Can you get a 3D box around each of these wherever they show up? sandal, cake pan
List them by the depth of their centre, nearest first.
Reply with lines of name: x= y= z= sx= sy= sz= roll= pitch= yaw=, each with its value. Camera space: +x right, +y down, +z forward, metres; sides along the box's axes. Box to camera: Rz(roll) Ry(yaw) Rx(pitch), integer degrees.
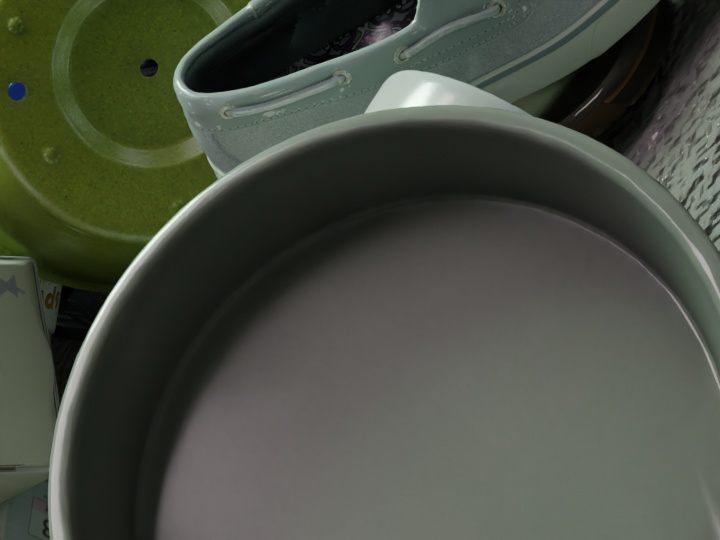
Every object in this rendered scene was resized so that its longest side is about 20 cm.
cake pan: x=0.014 y=0.053 z=0.751 sx=0.199 sy=0.037 sz=0.201 roll=-7 pitch=65 yaw=16
sandal: x=0.071 y=-0.110 z=1.030 sx=0.082 sy=0.054 sz=0.201 roll=-42 pitch=28 yaw=36

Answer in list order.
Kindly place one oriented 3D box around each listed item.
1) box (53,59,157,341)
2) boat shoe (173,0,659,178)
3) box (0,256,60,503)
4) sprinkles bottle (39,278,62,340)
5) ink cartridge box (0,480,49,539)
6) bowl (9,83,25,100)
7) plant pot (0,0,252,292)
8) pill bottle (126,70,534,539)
box: x=-0.109 y=-0.042 z=1.365 sx=0.158 sy=0.051 sz=0.200 roll=-60 pitch=19 yaw=-10
boat shoe: x=0.027 y=-0.095 z=0.954 sx=0.200 sy=0.072 sz=0.070 roll=-32 pitch=47 yaw=5
box: x=-0.208 y=0.067 z=1.167 sx=0.200 sy=0.077 sz=0.095 roll=-31 pitch=65 yaw=49
sprinkles bottle: x=-0.171 y=0.027 z=1.253 sx=0.068 sy=0.068 sz=0.201 roll=-161 pitch=79 yaw=-71
ink cartridge box: x=-0.182 y=0.201 z=1.159 sx=0.162 sy=0.057 sz=0.201 roll=-38 pitch=38 yaw=40
bowl: x=-0.191 y=-0.014 z=1.383 sx=0.201 sy=0.039 sz=0.201 roll=-49 pitch=19 yaw=24
plant pot: x=-0.090 y=-0.081 z=1.107 sx=0.201 sy=0.200 sz=0.193 roll=-55 pitch=9 yaw=0
pill bottle: x=-0.002 y=0.047 z=0.848 sx=0.201 sy=0.116 sz=0.116 roll=-59 pitch=19 yaw=-12
